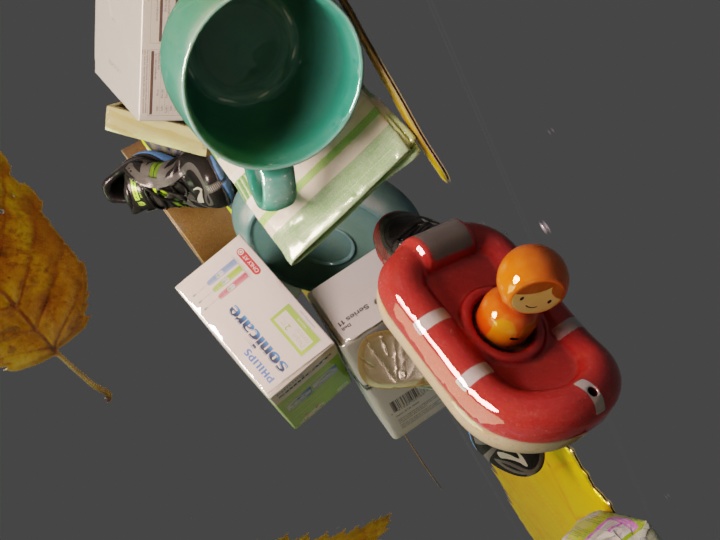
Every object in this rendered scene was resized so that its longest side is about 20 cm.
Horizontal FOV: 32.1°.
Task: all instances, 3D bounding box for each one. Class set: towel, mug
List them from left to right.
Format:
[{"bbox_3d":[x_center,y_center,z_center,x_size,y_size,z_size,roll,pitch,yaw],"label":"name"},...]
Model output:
[{"bbox_3d":[-0.093,-0.158,1.024,0.152,0.185,0.114,21,-165,-30],"label":"mug"},{"bbox_3d":[-0.058,-0.127,1.098,0.200,0.153,0.023,53,-167,22],"label":"towel"}]

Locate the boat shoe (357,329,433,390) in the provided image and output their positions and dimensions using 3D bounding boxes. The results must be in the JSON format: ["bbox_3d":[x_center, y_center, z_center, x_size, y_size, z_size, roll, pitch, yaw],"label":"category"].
[{"bbox_3d":[0.094,0.079,1.140,0.066,0.201,0.072,-2,-91,-57],"label":"boat shoe"}]

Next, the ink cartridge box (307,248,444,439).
[{"bbox_3d":[0.049,0.062,1.273,0.083,0.147,0.200,53,173,37],"label":"ink cartridge box"}]

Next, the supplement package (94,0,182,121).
[{"bbox_3d":[-0.200,-0.257,1.298,0.200,0.111,0.156,-137,48,-56],"label":"supplement package"}]

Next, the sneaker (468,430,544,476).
[{"bbox_3d":[0.153,0.163,1.304,0.083,0.071,0.200,57,174,42],"label":"sneaker"}]

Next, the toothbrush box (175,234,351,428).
[{"bbox_3d":[-0.092,0.067,1.264,0.146,0.086,0.200,48,174,15],"label":"toothbrush box"}]

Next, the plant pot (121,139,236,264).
[{"bbox_3d":[-0.152,-0.124,1.509,0.186,0.200,0.186,53,173,10],"label":"plant pot"}]

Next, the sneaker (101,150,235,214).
[{"bbox_3d":[-0.203,-0.087,1.318,0.200,0.083,0.071,5,124,47],"label":"sneaker"}]

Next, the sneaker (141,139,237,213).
[{"bbox_3d":[-0.164,-0.124,1.377,0.200,0.074,0.081,35,171,6],"label":"sneaker"}]

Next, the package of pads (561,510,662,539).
[{"bbox_3d":[0.284,0.323,1.275,0.155,0.068,0.200,53,173,5],"label":"package of pads"}]

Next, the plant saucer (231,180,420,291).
[{"bbox_3d":[-0.035,-0.034,1.271,0.200,0.200,0.027,61,-150,-46],"label":"plant saucer"}]

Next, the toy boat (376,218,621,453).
[{"bbox_3d":[0.112,0.032,0.917,0.200,0.130,0.131,52,144,20],"label":"toy boat"}]

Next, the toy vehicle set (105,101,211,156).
[{"bbox_3d":[-0.161,-0.169,1.338,0.124,0.200,0.027,17,114,23],"label":"toy vehicle set"}]

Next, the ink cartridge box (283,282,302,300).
[{"bbox_3d":[-0.063,-0.048,1.456,0.050,0.109,0.200,24,-148,-1],"label":"ink cartridge box"}]

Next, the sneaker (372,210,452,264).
[{"bbox_3d":[0.067,-0.012,1.093,0.200,0.071,0.098,44,171,48],"label":"sneaker"}]
